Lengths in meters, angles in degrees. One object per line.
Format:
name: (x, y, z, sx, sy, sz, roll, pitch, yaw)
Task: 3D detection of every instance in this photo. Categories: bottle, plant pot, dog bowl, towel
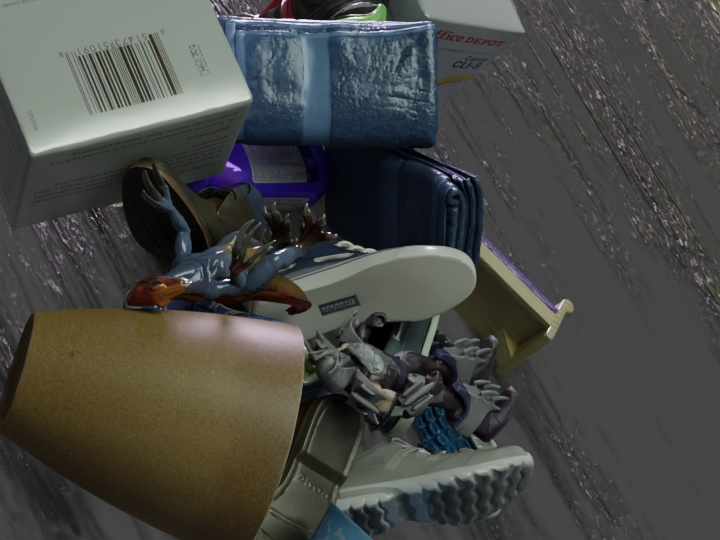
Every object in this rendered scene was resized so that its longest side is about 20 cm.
bottle: (-0.119, -0.093, 1.751, 0.199, 0.065, 0.084, -3, 57, -45)
plant pot: (-0.166, 0.103, 1.482, 0.199, 0.187, 0.187, 18, 47, -14)
dog bowl: (0.013, 0.250, 1.538, 0.111, 0.050, 0.200, 41, -8, 26)
towel: (0.040, -0.057, 1.766, 0.048, 0.112, 0.200, -11, 24, -34)
towel: (-0.028, -0.163, 1.708, 0.199, 0.049, 0.112, 2, 80, -7)

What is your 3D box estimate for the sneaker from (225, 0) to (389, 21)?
sneaker: (-0.050, -0.228, 1.837, 0.077, 0.199, 0.084, 50, 54, -42)

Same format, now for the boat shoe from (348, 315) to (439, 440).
boat shoe: (0.023, 0.063, 1.733, 0.062, 0.075, 0.201, 29, 45, -18)

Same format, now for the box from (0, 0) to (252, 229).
box: (-0.222, -0.167, 1.608, 0.198, 0.131, 0.201, -16, 70, -25)

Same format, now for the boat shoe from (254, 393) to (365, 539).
boat shoe: (-0.062, 0.192, 1.579, 0.072, 0.068, 0.200, 44, 59, -20)

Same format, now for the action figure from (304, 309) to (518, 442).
action figure: (0.037, 0.085, 1.612, 0.199, 0.070, 0.130, 12, 31, -40)

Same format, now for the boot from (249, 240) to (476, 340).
boot: (0.000, 0.000, 1.698, 0.091, 0.199, 0.073, -92, 170, -55)

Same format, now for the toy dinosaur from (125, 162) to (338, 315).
toy dinosaur: (-0.104, 0.009, 1.534, 0.181, 0.105, 0.201, -37, 128, -32)

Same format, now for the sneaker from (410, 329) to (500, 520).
sneaker: (0.077, 0.143, 1.764, 0.087, 0.075, 0.201, 66, 2, -52)

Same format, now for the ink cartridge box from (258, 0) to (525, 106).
ink cartridge box: (0.029, -0.243, 1.906, 0.145, 0.200, 0.145, 1, 59, -44)

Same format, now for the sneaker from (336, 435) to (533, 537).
sneaker: (0.047, 0.167, 1.641, 0.199, 0.075, 0.082, -8, 51, -10)

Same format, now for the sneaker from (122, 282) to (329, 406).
sneaker: (-0.106, 0.057, 1.635, 0.199, 0.077, 0.076, 27, 45, -24)

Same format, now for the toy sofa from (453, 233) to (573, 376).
toy sofa: (0.109, -0.006, 1.889, 0.200, 0.083, 0.098, 44, 40, -8)

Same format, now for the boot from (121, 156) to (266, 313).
boot: (-0.136, -0.051, 1.636, 0.200, 0.074, 0.097, 63, 37, -47)

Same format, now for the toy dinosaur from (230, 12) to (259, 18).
toy dinosaur: (-0.113, -0.193, 1.811, 0.058, 0.199, 0.102, -62, 150, -51)
